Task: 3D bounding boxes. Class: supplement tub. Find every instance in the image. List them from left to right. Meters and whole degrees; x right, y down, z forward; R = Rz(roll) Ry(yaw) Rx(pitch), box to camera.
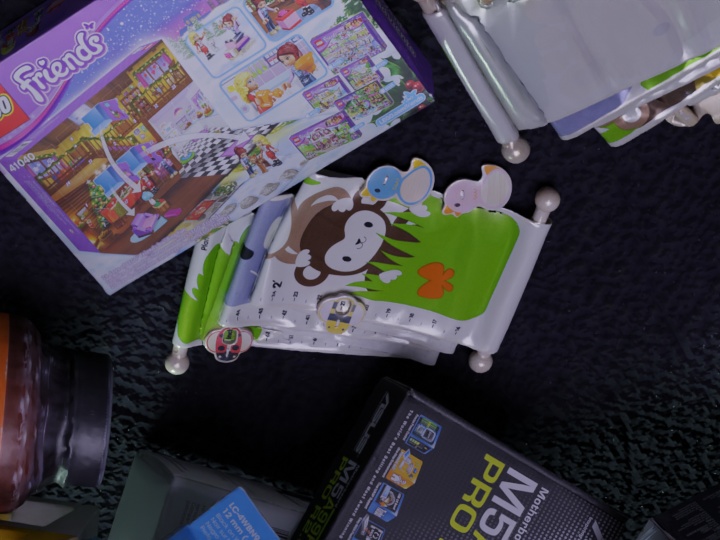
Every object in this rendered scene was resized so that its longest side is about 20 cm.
[{"bbox_3d":[-0.231,0.071,1.125,0.198,0.107,0.108,5,129,-12],"label":"supplement tub"}]

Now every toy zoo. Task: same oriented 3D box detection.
[{"bbox_3d":[-0.223,0.136,1.133,0.198,0.131,0.021,7,97,14],"label":"toy zoo"}]

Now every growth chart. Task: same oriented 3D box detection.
[{"bbox_3d":[0.000,0.000,1.154,0.198,0.018,0.146,2,129,-10],"label":"growth chart"},{"bbox_3d":[0.138,-0.121,1.061,0.199,0.018,0.145,-20,130,9],"label":"growth chart"}]

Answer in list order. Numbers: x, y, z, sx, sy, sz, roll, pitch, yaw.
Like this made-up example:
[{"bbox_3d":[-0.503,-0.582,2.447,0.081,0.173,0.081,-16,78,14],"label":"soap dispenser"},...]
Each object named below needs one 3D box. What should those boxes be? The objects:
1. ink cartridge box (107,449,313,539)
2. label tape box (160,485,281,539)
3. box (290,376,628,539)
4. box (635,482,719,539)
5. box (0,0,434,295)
[{"bbox_3d":[-0.049,0.202,1.232,0.199,0.086,0.148,19,91,-23],"label":"ink cartridge box"},{"bbox_3d":[-0.102,0.228,1.113,0.200,0.066,0.144,-38,87,20],"label":"label tape box"},{"bbox_3d":[0.033,0.183,1.191,0.160,0.044,0.201,32,86,-21],"label":"box"},{"bbox_3d":[0.199,0.181,1.242,0.199,0.049,0.162,-17,141,-47],"label":"box"},{"bbox_3d":[-0.082,-0.091,1.044,0.199,0.039,0.137,-29,120,16],"label":"box"}]
